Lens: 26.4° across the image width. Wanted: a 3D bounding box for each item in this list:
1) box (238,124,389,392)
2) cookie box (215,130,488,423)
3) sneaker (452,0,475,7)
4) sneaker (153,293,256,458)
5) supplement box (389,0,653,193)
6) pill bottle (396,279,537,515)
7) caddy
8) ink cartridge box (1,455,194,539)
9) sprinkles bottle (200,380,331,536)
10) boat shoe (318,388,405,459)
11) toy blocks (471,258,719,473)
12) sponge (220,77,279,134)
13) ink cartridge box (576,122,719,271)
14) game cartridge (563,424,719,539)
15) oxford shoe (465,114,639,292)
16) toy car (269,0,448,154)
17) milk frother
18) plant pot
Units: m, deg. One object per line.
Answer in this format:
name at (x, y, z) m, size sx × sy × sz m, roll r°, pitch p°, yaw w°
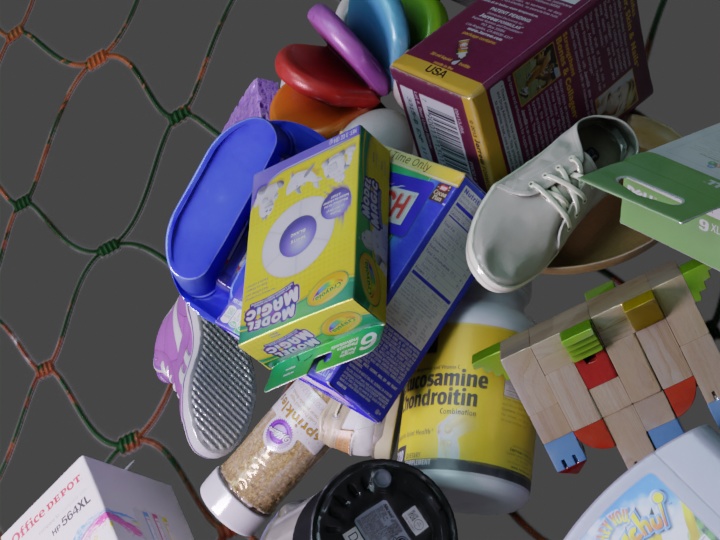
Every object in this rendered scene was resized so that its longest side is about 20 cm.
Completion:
box at (-0.036, -0.008, 1.208) m, size 0.117 × 0.048 × 0.201 m, roll -23°, pitch 49°, yaw 29°
cookie box at (0.000, 0.000, 1.263) m, size 0.171 × 0.075 × 0.200 m, roll 23°, pitch 77°, yaw 49°
sneaker at (0.075, -0.299, 1.486) m, size 0.200 × 0.091 × 0.076 m, roll 23°, pitch 86°, yaw 44°
sneaker at (-0.157, 0.108, 1.490) m, size 0.114 × 0.072 × 0.201 m, roll -44°, pitch 38°, yaw 42°
supplement box at (0.139, -0.161, 1.289) m, size 0.200 × 0.131 × 0.103 m, roll -38°, pitch 42°, yaw -22°
pill bottle at (0.093, 0.094, 1.270) m, size 0.112 × 0.112 × 0.201 m, roll -8°, pitch 65°, yaw 36°
caddy at (-0.092, -0.044, 1.393) m, size 0.141 × 0.105 × 0.201 m, roll 29°, pitch 86°, yaw 2°
ink cartridge box at (-0.236, 0.281, 1.435) m, size 0.129 × 0.125 × 0.200 m, roll -44°, pitch 50°, yaw 14°
sprinkles bottle at (-0.059, 0.149, 1.395) m, size 0.200 × 0.068 × 0.068 m, roll -49°, pitch 48°, yaw 9°
boat shoe at (0.011, 0.060, 1.314) m, size 0.068 × 0.075 × 0.201 m, roll 8°, pitch 66°, yaw 7°
toy blocks at (0.204, 0.089, 1.181) m, size 0.199 × 0.137 × 0.100 m, roll -26°, pitch 10°, yaw 10°
sponge at (-0.103, -0.080, 1.530) m, size 0.112 × 0.030 × 0.201 m, roll 130°, pitch 139°, yaw -50°
ink cartridge box at (0.266, -0.055, 1.152) m, size 0.104 × 0.199 × 0.060 m, roll 31°, pitch 131°, yaw 43°
game cartridge at (0.222, 0.218, 1.136) m, size 0.200 × 0.040 × 0.133 m, roll -49°, pitch 63°, yaw 9°
oxford shoe at (0.153, -0.060, 1.207) m, size 0.200 × 0.075 × 0.058 m, roll -44°, pitch 5°, yaw -30°
toy car at (-0.006, -0.193, 1.458) m, size 0.200 × 0.150 × 0.175 m, roll -49°, pitch 48°, yaw 9°
milk frother at (-0.037, 0.261, 1.205) m, size 0.188 × 0.199 × 0.181 m, roll 133°, pitch 123°, yaw -65°
plant pot at (0.182, -0.061, 1.280) m, size 0.199 × 0.028 × 0.201 m, roll -11°, pitch 40°, yaw 9°
